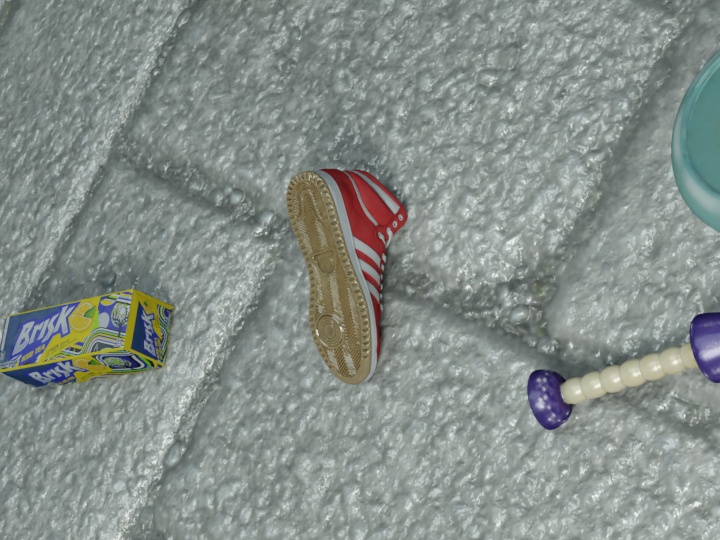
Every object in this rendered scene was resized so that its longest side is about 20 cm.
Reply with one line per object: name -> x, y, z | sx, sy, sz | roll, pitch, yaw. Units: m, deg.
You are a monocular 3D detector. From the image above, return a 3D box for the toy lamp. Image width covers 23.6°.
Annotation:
toy lamp -> 0.228, 0.076, 1.365 | 0.200, 0.058, 0.058 | -19, 58, 33

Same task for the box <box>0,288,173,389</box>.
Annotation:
box -> -0.293, 0.074, 1.814 | 0.200, 0.064, 0.070 | -12, 62, 38

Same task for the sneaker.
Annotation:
sneaker -> 0.000, 0.000, 1.605 | 0.071, 0.112, 0.201 | -10, 93, 35

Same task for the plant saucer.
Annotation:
plant saucer -> 0.335, -0.122, 1.392 | 0.200, 0.027, 0.201 | -20, 57, 34
